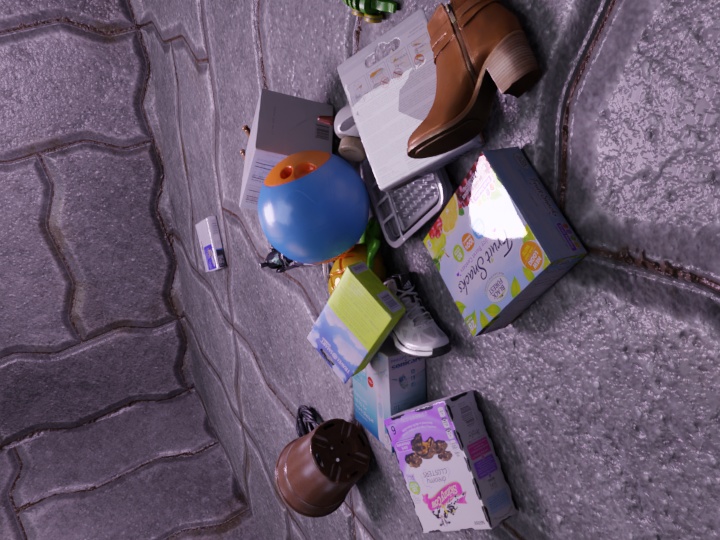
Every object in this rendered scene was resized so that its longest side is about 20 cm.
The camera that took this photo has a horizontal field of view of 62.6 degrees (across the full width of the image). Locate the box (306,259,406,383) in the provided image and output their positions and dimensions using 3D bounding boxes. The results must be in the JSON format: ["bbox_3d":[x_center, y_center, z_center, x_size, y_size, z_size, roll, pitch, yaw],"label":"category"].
[{"bbox_3d":[-0.012,0.094,1.043,0.122,0.047,0.201,48,133,19],"label":"box"}]

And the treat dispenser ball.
[{"bbox_3d":[-0.083,-0.112,1.058,0.201,0.200,0.202,38,134,52],"label":"treat dispenser ball"}]

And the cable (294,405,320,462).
[{"bbox_3d":[-0.140,0.462,1.687,0.201,0.050,0.164,108,145,-50],"label":"cable"}]

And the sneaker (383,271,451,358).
[{"bbox_3d":[0.082,0.069,1.014,0.200,0.075,0.116,29,129,59],"label":"sneaker"}]

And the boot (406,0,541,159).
[{"bbox_3d":[0.112,-0.251,0.745,0.200,0.076,0.156,-38,69,36],"label":"boot"}]

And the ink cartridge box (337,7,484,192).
[{"bbox_3d":[0.067,-0.235,0.844,0.161,0.050,0.202,-24,80,33],"label":"ink cartridge box"}]

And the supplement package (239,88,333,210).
[{"bbox_3d":[-0.154,-0.231,1.210,0.200,0.149,0.153,125,150,-56],"label":"supplement package"}]

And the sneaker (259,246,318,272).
[{"bbox_3d":[-0.160,-0.030,1.338,0.200,0.139,0.078,143,113,-75],"label":"sneaker"}]

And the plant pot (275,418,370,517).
[{"bbox_3d":[-0.082,0.459,1.416,0.201,0.199,0.199,63,143,24],"label":"plant pot"}]

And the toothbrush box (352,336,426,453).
[{"bbox_3d":[0.052,0.217,1.134,0.146,0.085,0.202,28,125,56],"label":"toothbrush box"}]

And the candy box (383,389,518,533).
[{"bbox_3d":[0.143,0.318,0.976,0.167,0.071,0.201,-34,72,48],"label":"candy box"}]

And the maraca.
[{"bbox_3d":[0.000,0.000,1.119,0.137,0.106,0.202,-128,52,-67],"label":"maraca"}]

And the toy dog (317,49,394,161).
[{"bbox_3d":[-0.011,-0.266,0.963,0.200,0.096,0.133,119,161,-51],"label":"toy dog"}]

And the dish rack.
[{"bbox_3d":[0.077,-0.146,0.959,0.200,0.043,0.173,-43,63,61],"label":"dish rack"}]

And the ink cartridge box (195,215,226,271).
[{"bbox_3d":[-0.578,-0.099,2.285,0.200,0.043,0.200,-7,96,62],"label":"ink cartridge box"}]

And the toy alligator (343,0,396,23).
[{"bbox_3d":[-0.010,-0.453,0.973,0.200,0.054,0.060,49,143,43],"label":"toy alligator"}]

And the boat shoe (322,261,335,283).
[{"bbox_3d":[-0.056,-0.073,1.262,0.067,0.056,0.202,-33,-64,-80],"label":"boat shoe"}]

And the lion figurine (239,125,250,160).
[{"bbox_3d":[-0.266,-0.309,1.554,0.123,0.072,0.200,62,165,12],"label":"lion figurine"}]

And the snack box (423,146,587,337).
[{"bbox_3d":[0.178,-0.032,0.783,0.170,0.067,0.200,65,153,22],"label":"snack box"}]
